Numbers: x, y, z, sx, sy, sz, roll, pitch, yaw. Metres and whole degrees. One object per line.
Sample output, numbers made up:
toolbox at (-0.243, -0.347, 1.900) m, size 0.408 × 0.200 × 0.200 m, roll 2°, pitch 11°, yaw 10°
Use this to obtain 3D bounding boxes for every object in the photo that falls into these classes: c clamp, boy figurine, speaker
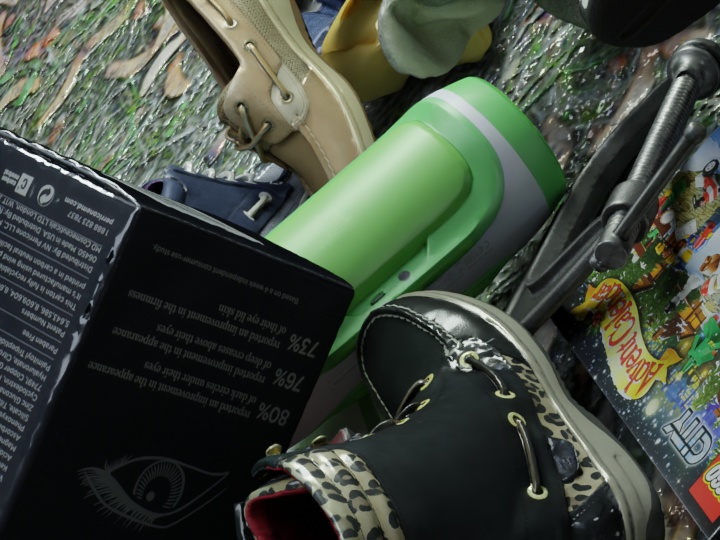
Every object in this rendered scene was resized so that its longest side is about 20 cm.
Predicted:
c clamp at (0.121, -0.041, 1.193) m, size 0.171 × 0.027 × 0.200 m, roll -52°, pitch 5°, yaw 32°
boy figurine at (0.007, -0.139, 1.516) m, size 0.124 × 0.064 × 0.200 m, roll -47°, pitch 23°, yaw -9°
speaker at (0.000, 0.000, 1.262) m, size 0.200 × 0.089 × 0.088 m, roll -41°, pitch 25°, yaw -10°

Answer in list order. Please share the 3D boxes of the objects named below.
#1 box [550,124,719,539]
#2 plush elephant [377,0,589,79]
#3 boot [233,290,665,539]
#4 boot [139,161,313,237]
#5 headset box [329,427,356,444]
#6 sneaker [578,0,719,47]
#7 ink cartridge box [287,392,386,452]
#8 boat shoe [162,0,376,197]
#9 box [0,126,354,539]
box at (0.163, 0.020, 1.101) m, size 0.137 × 0.038 × 0.200 m, roll -48°, pitch 27°, yaw 9°
plush elephant at (0.073, -0.182, 1.342) m, size 0.154 × 0.166 × 0.200 m, roll -18°, pitch 0°, yaw -19°
boot at (0.012, 0.072, 1.112) m, size 0.204 × 0.153 × 0.074 m, roll 44°, pitch 129°, yaw 47°
boot at (-0.072, -0.032, 1.443) m, size 0.073 × 0.090 × 0.200 m, roll -41°, pitch 14°, yaw 23°
headset box at (-0.021, 0.177, 1.166) m, size 0.200 × 0.077 × 0.149 m, roll -46°, pitch 28°, yaw 12°
sneaker at (0.139, -0.201, 1.168) m, size 0.201 × 0.075 × 0.115 m, roll -61°, pitch 38°, yaw 19°
ink cartridge box at (-0.056, 0.116, 1.327) m, size 0.200 × 0.048 × 0.146 m, roll -46°, pitch 28°, yaw 14°
boat shoe at (-0.045, -0.086, 1.439) m, size 0.201 × 0.064 × 0.071 m, roll 61°, pitch 160°, yaw 25°
box at (-0.115, 0.064, 1.137) m, size 0.104 × 0.148 × 0.201 m, roll 26°, pitch 92°, yaw 40°
